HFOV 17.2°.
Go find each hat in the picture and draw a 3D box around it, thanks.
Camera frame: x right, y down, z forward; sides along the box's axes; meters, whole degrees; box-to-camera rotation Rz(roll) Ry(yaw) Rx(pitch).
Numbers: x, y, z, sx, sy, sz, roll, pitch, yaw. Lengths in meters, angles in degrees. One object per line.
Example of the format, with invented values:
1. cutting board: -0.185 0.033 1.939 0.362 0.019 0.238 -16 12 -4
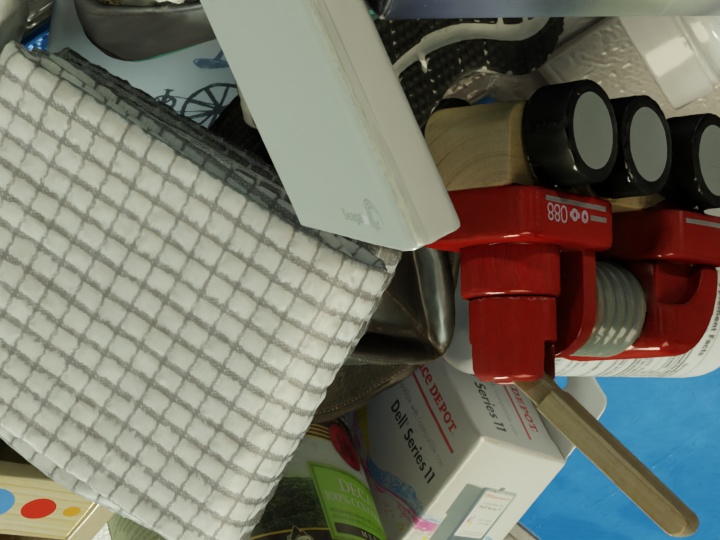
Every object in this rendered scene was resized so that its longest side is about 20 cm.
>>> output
1. hat: 0.000 0.000 1.135 0.200 0.081 0.202 -19 122 -33

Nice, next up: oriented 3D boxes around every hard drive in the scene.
1. hard drive: -0.033 -0.107 0.909 0.026 0.132 0.201 -28 104 -16

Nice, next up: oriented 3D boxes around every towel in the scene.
1. towel: -0.102 0.011 1.058 0.199 0.086 0.166 31 108 4

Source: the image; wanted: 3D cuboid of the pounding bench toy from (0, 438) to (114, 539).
1. pounding bench toy: -0.194 0.054 1.174 0.155 0.125 0.200 11 138 -33

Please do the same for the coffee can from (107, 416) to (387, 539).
1. coffee can: -0.063 0.139 1.286 0.146 0.201 0.147 -12 142 -10

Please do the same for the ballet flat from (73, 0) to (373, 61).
1. ballet flat: -0.037 -0.136 0.994 0.199 0.073 0.073 -12 146 23

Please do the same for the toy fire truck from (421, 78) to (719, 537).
1. toy fire truck: 0.113 0.022 1.105 0.128 0.201 0.176 -4 173 36

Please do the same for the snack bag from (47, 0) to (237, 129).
1. snack bag: -0.061 -0.096 1.142 0.188 0.021 0.200 -4 138 -19

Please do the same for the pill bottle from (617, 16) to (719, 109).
1. pill bottle: 0.214 -0.162 1.124 0.199 0.113 0.112 -30 141 12

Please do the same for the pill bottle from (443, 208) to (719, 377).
1. pill bottle: 0.142 0.000 1.283 0.199 0.114 0.114 2 137 -26

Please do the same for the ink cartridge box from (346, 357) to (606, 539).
1. ink cartridge box: 0.041 0.102 1.346 0.067 0.117 0.200 18 120 -35

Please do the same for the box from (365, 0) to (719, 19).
1. box: 0.096 -0.205 0.885 0.198 0.123 0.200 -5 136 -34

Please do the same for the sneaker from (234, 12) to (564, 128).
1. sneaker: 0.021 -0.111 1.065 0.200 0.080 0.074 -30 117 -46

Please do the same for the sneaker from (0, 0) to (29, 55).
1. sneaker: -0.196 -0.114 1.046 0.088 0.075 0.200 22 146 -2
